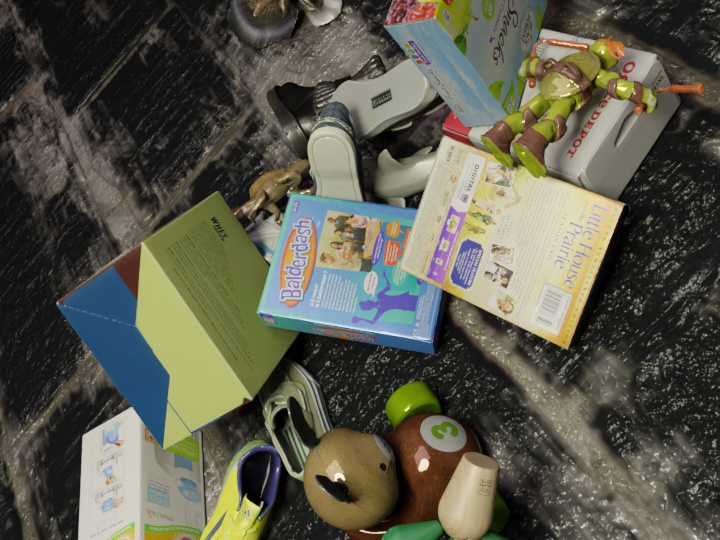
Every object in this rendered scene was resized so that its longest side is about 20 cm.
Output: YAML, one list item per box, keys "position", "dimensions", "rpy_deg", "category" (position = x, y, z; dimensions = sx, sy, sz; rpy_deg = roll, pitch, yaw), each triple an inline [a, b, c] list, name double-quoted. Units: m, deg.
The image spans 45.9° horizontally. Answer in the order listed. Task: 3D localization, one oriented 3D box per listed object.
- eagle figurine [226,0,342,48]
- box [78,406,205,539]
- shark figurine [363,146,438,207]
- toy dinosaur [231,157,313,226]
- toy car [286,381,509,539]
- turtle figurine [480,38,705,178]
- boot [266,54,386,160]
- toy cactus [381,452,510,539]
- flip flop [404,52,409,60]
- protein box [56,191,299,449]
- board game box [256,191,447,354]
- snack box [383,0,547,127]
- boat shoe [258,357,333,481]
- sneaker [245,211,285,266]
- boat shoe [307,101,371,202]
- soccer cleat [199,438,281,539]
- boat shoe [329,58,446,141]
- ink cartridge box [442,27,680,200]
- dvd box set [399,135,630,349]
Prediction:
- position: [-0.126, -0.441, 1.335]
  dimensions: [0.150, 0.153, 0.200]
  rpy_deg: [-15, 8, -16]
  category: "eagle figurine"
- position: [-0.255, 0.280, 0.998]
  dimensions: [0.101, 0.112, 0.202]
  rpy_deg: [-29, 48, 21]
  category: "box"
- position: [0.067, -0.136, 1.000]
  dimensions: [0.213, 0.089, 0.129]
  rpy_deg: [-28, 51, 27]
  category: "shark figurine"
- position: [-0.097, -0.112, 1.086]
  dimensions: [0.200, 0.059, 0.101]
  rpy_deg: [-40, 37, -18]
  category: "toy dinosaur"
- position: [0.011, 0.179, 0.775]
  dimensions: [0.158, 0.200, 0.165]
  rpy_deg: [-44, 46, 10]
  category: "toy car"
- position: [0.196, -0.161, 0.784]
  dimensions: [0.161, 0.065, 0.199]
  rpy_deg: [-47, 46, -9]
  category: "turtle figurine"
- position: [-0.036, -0.232, 1.141]
  dimensions: [0.157, 0.080, 0.212]
  rpy_deg: [-34, 30, 4]
  category: "boot"
- position: [0.074, 0.233, 0.688]
  dimensions: [0.102, 0.197, 0.167]
  rpy_deg: [-102, 26, -78]
  category: "toy cactus"
- position: [0.125, -0.287, 0.999]
  dimensions: [0.199, 0.058, 0.081]
  rpy_deg: [-28, 28, -36]
  category: "flip flop"
- position: [-0.192, 0.049, 0.967]
  dimensions: [0.134, 0.200, 0.200]
  rpy_deg: [-30, 11, 22]
  category: "protein box"
- position: [0.000, 0.000, 0.944]
  dimensions: [0.197, 0.045, 0.154]
  rpy_deg: [9, 68, 13]
  category: "board game box"
- position: [0.118, -0.278, 0.863]
  dimensions: [0.067, 0.168, 0.202]
  rpy_deg: [4, 65, 40]
  category: "snack box"
- position: [-0.075, 0.161, 0.955]
  dimensions: [0.072, 0.062, 0.200]
  rpy_deg: [-47, 44, 7]
  category: "boat shoe"
- position: [-0.090, -0.034, 1.081]
  dimensions: [0.199, 0.075, 0.087]
  rpy_deg: [23, 75, 45]
  category: "sneaker"
- position: [-0.027, -0.109, 1.000]
  dimensions: [0.074, 0.201, 0.062]
  rpy_deg: [3, 53, 12]
  category: "boat shoe"
- position: [-0.132, 0.280, 0.917]
  dimensions: [0.084, 0.064, 0.202]
  rpy_deg: [-36, 37, 60]
  category: "soccer cleat"
- position: [0.035, -0.190, 0.974]
  dimensions: [0.199, 0.063, 0.072]
  rpy_deg: [-5, 90, 54]
  category: "boat shoe"
- position: [0.208, -0.164, 0.899]
  dimensions: [0.199, 0.083, 0.147]
  rpy_deg: [32, 86, 46]
  category: "ink cartridge box"
- position: [0.145, -0.031, 0.837]
  dimensions: [0.198, 0.029, 0.148]
  rpy_deg: [25, 106, 29]
  category: "dvd box set"
